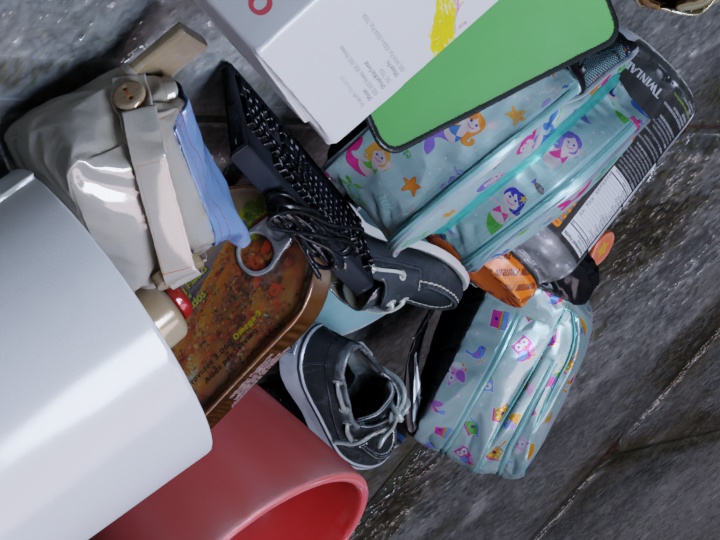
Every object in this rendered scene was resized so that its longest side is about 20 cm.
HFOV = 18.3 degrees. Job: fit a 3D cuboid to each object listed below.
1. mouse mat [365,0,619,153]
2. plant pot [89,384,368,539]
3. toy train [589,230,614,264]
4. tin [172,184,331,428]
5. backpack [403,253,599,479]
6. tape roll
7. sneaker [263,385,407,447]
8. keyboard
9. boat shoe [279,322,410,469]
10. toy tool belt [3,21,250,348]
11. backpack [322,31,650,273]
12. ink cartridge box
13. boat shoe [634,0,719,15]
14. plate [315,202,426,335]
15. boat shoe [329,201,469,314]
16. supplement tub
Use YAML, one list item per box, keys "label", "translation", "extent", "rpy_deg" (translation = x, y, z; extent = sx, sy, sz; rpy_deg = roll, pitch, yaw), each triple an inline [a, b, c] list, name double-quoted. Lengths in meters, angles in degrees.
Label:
- label: "mouse mat"
  translation: [0.059, -0.178, 1.350]
  extent: [0.200, 0.161, 0.008]
  rpy_deg: [-28, -170, -30]
- label: "plant pot"
  translation: [-0.124, 0.151, 1.594]
  extent: [0.200, 0.177, 0.201]
  rpy_deg: [-35, 157, -17]
- label: "toy train"
  translation: [0.211, -0.073, 1.885]
  extent: [0.150, 0.056, 0.200]
  rpy_deg: [-37, 157, -10]
- label: "tin"
  translation: [-0.104, 0.031, 1.495]
  extent: [0.200, 0.112, 0.042]
  rpy_deg: [-46, 163, 12]
- label: "backpack"
  translation: [0.114, 0.065, 1.800]
  extent: [0.200, 0.126, 0.167]
  rpy_deg: [-66, 171, 10]
- label: "tape roll"
  translation: [-0.198, 0.062, 1.285]
  extent: [0.139, 0.203, 0.203]
  rpy_deg: [-36, 157, -14]
- label: "sneaker"
  translation: [-0.048, 0.139, 1.827]
  extent: [0.077, 0.076, 0.200]
  rpy_deg: [-32, 156, 35]
- label: "keyboard"
  translation: [-0.026, -0.049, 1.429]
  extent: [0.040, 0.104, 0.200]
  rpy_deg: [-20, 147, 17]
- label: "boat shoe"
  translation: [0.002, 0.102, 1.732]
  extent: [0.074, 0.068, 0.200]
  rpy_deg: [-62, 150, -25]
- label: "toy tool belt"
  translation: [-0.113, -0.045, 1.319]
  extent: [0.123, 0.125, 0.200]
  rpy_deg: [-40, 140, -15]
- label: "backpack"
  translation: [0.079, -0.091, 1.460]
  extent: [0.177, 0.151, 0.200]
  rpy_deg: [-38, 175, 38]
- label: "ink cartridge box"
  translation: [-0.005, -0.199, 1.190]
  extent: [0.200, 0.147, 0.145]
  rpy_deg: [-42, 157, 1]
- label: "boat shoe"
  translation: [0.230, -0.216, 1.631]
  extent: [0.200, 0.074, 0.076]
  rpy_deg: [-5, 139, -55]
- label: "plate"
  translation: [0.021, -0.025, 1.706]
  extent: [0.200, 0.026, 0.200]
  rpy_deg: [-35, 156, -18]
- label: "boat shoe"
  translation: [0.000, 0.000, 1.585]
  extent: [0.200, 0.061, 0.076]
  rpy_deg: [23, 155, -38]
- label: "supplement tub"
  translation: [0.140, -0.079, 1.631]
  extent: [0.200, 0.122, 0.123]
  rpy_deg: [-51, 158, -7]
